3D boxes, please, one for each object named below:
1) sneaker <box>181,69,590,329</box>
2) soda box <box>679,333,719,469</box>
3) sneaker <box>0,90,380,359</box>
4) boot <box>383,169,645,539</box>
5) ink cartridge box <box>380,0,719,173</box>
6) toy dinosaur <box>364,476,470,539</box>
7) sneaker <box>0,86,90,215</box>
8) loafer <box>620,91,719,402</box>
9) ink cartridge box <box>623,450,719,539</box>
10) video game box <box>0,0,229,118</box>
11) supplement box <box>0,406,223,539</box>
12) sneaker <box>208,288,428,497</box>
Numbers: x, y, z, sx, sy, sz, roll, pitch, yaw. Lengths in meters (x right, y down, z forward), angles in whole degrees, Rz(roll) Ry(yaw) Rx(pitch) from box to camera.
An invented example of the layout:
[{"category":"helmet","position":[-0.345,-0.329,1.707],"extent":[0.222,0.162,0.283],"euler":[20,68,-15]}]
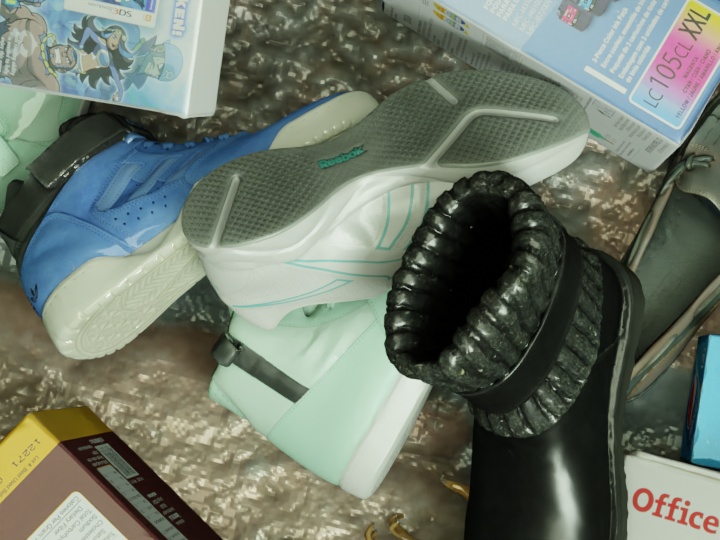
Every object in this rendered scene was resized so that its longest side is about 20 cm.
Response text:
[{"category":"sneaker","position":[0.016,-0.035,1.321],"extent":[0.200,0.080,0.070],"euler":[-20,46,-3]},{"category":"soda box","position":[0.267,0.079,1.390],"extent":[0.200,0.064,0.068],"euler":[8,88,1]},{"category":"sneaker","position":[-0.091,-0.053,1.379],"extent":[0.200,0.077,0.111],"euler":[-36,62,5]},{"category":"boot","position":[0.068,0.069,1.292],"extent":[0.079,0.158,0.211],"euler":[1,79,24]},{"category":"ink cartridge box","position":[0.085,-0.135,1.365],"extent":[0.200,0.136,0.076],"euler":[30,87,2]},{"category":"toy dinosaur","position":[0.060,0.168,1.389],"extent":[0.200,0.060,0.106],"euler":[17,84,30]},{"category":"sneaker","position":[-0.213,-0.053,1.380],"extent":[0.074,0.118,0.200],"euler":[44,89,4]},{"category":"loafer","position":[0.174,-0.017,1.396],"extent":[0.072,0.063,0.200],"euler":[32,89,3]},{"category":"ink cartridge box","position":[0.181,0.203,1.345],"extent":[0.147,0.083,0.200],"euler":[14,88,44]},{"category":"video game box","position":[-0.147,-0.186,1.333],"extent":[0.182,0.047,0.200],"euler":[11,97,19]},{"category":"supplement box","position":[-0.120,0.183,1.330],"extent":[0.200,0.197,0.133],"euler":[44,90,3]},{"category":"sneaker","position":[0.000,0.000,1.388],"extent":[0.118,0.074,0.200],"euler":[28,88,6]}]
